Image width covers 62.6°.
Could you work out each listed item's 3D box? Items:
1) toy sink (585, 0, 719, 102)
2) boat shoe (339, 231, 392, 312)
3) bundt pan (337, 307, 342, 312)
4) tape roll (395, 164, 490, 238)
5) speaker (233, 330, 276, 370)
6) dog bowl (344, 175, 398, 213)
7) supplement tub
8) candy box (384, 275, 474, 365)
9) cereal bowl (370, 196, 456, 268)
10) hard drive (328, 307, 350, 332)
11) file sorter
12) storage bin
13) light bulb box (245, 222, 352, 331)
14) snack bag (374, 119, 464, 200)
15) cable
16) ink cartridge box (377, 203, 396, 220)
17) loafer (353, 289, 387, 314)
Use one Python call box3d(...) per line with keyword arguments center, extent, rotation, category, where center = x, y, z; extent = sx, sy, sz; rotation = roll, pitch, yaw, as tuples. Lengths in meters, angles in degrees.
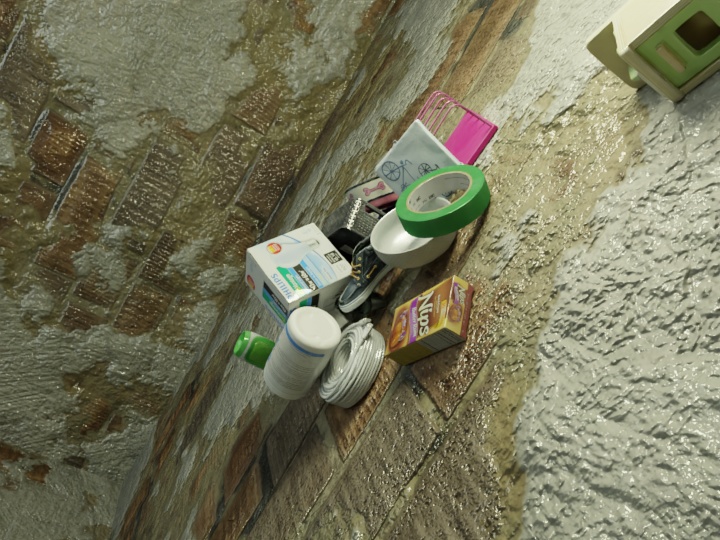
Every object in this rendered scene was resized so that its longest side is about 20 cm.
box3d(center=(0.446, -0.335, 0.854), extent=(0.200, 0.130, 0.113), rotation=(-39, 29, 45), category="toy sink")
box3d(center=(0.000, 0.000, 1.402), extent=(0.200, 0.091, 0.071), rotation=(-48, 28, -2), category="boat shoe")
box3d(center=(-0.122, 0.069, 1.606), extent=(0.200, 0.076, 0.204), rotation=(-6, 72, 19), category="bundt pan")
box3d(center=(0.174, -0.149, 1.260), extent=(0.199, 0.048, 0.201), rotation=(-20, 32, 13), category="tape roll")
box3d(center=(-0.264, 0.250, 1.722), extent=(0.089, 0.199, 0.089), rotation=(-49, 23, 29), category="speaker")
box3d(center=(0.062, -0.209, 1.586), extent=(0.200, 0.199, 0.074), rotation=(-18, 91, 63), category="dog bowl")
box3d(center=(-0.139, 0.195, 1.400), extent=(0.133, 0.131, 0.201), rotation=(-88, 24, -52), category="supplement tub")
box3d(center=(0.132, 0.102, 1.158), extent=(0.200, 0.056, 0.117), rotation=(-34, 32, 50), category="candy box")
box3d(center=(0.126, -0.073, 1.313), extent=(0.199, 0.084, 0.201), rotation=(-21, 33, 14), category="cereal bowl")
box3d(center=(-0.134, 0.111, 1.540), extent=(0.132, 0.025, 0.200), rotation=(-44, 63, 3), category="hard drive")
box3d(center=(0.215, -0.343, 1.442), extent=(0.139, 0.125, 0.200), rotation=(-55, 21, 17), category="file sorter")
box3d(center=(-0.016, -0.091, 1.536), extent=(0.200, 0.134, 0.094), rotation=(-27, 38, 58), category="storage bin")
box3d(center=(-0.153, 0.015, 1.474), extent=(0.199, 0.198, 0.125), rotation=(-26, -31, -30), category="light bulb box")
box3d(center=(0.143, -0.233, 1.388), extent=(0.021, 0.189, 0.200), rotation=(-43, -3, -43), category="snack bag")
box3d(center=(-0.023, 0.216, 1.369), extent=(0.200, 0.069, 0.201), rotation=(-19, 47, 64), category="cable")
box3d(center=(0.080, -0.089, 1.563), extent=(0.200, 0.047, 0.199), rotation=(-14, 49, 62), category="ink cartridge box")
box3d(center=(0.015, 0.073, 1.506), extent=(0.200, 0.062, 0.073), rotation=(-146, 54, -74), category="loafer")
